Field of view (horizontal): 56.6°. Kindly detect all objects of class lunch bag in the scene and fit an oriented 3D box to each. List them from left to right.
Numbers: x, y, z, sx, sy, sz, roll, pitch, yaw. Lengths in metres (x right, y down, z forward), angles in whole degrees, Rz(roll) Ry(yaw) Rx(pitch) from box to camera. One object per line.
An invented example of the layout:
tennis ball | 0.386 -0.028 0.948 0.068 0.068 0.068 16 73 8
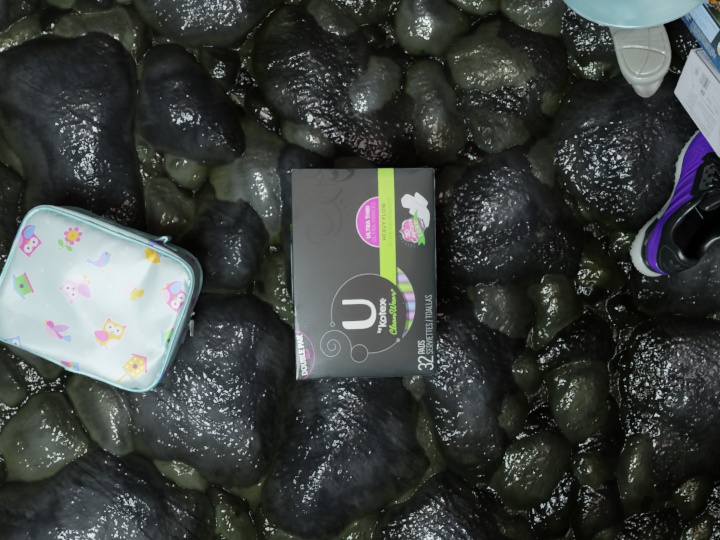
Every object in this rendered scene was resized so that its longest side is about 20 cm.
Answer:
lunch bag | -0.268 0.025 0.703 0.196 0.077 0.164 21 88 -5

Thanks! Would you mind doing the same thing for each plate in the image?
plate | 0.304 -0.360 0.724 0.195 0.026 0.206 -5 75 18

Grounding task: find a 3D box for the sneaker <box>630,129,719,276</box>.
sneaker | 0.388 -0.082 0.741 0.069 0.099 0.203 29 86 -5

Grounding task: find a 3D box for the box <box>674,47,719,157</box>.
box | 0.472 -0.200 0.739 0.195 0.061 0.119 -11 54 -5

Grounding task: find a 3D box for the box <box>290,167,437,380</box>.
box | 0.000 0.000 0.701 0.144 0.124 0.206 -2 93 -5

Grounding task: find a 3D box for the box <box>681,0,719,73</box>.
box | 0.455 -0.304 0.739 0.195 0.038 0.139 -16 65 -9

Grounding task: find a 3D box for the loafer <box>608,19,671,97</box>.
loafer | 0.307 -0.294 0.756 0.070 0.063 0.205 -7 76 21
